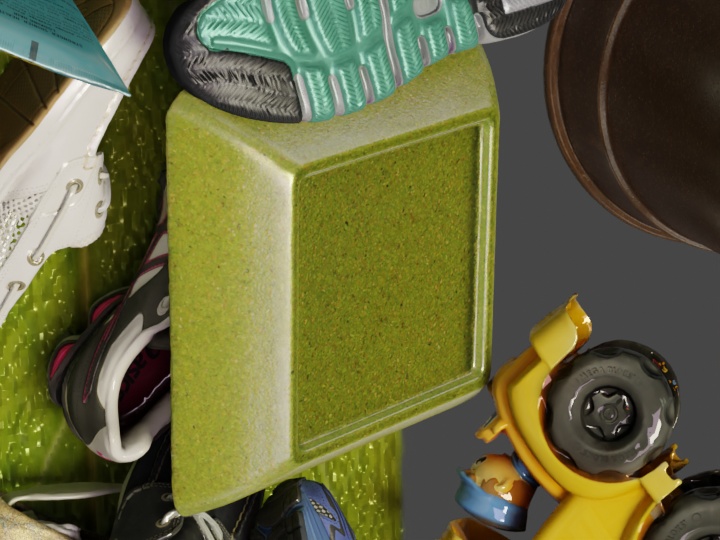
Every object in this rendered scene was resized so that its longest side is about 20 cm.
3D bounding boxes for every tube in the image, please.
[{"bbox_3d":[-0.146,-0.113,1.025,0.077,0.200,0.051,15,104,-20],"label":"tube"}]

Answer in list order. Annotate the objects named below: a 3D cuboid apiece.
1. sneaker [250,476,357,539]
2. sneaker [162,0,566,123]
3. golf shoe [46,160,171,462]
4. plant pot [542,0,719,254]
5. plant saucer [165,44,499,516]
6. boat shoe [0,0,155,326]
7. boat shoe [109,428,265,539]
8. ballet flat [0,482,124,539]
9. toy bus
[{"bbox_3d":[0.013,0.185,1.169,0.078,0.075,0.200,-29,93,-35],"label":"sneaker"},{"bbox_3d":[-0.006,-0.113,1.111,0.200,0.087,0.075,-16,104,-27],"label":"sneaker"},{"bbox_3d":[-0.067,0.002,1.157,0.077,0.088,0.200,28,98,-23],"label":"golf shoe"},{"bbox_3d":[0.213,-0.077,1.154,0.200,0.198,0.201,-6,111,-16],"label":"plant pot"},{"bbox_3d":[0.000,0.000,1.145,0.199,0.048,0.201,-20,118,-44],"label":"plant saucer"},{"bbox_3d":[-0.145,-0.038,1.129,0.069,0.071,0.200,30,107,-26],"label":"boat shoe"},{"bbox_3d":[-0.083,0.134,1.154,0.072,0.068,0.200,31,59,-12],"label":"boat shoe"},{"bbox_3d":[-0.104,0.139,1.211,0.199,0.071,0.071,13,105,-21],"label":"ballet flat"},{"bbox_3d":[0.102,0.139,1.214,0.192,0.136,0.200,-38,85,9],"label":"toy bus"}]
